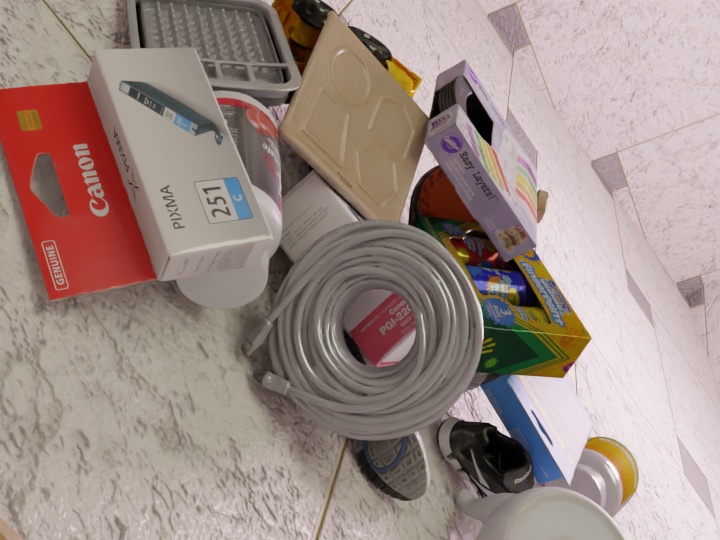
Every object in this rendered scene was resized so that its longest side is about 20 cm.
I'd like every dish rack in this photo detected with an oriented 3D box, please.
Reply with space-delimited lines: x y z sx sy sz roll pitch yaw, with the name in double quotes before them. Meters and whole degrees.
"dish rack" -0.160 -0.232 0.964 0.169 0.044 0.201 1 43 -19

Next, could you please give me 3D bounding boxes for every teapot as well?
"teapot" 0.198 0.347 0.999 0.195 0.146 0.202 23 51 -8

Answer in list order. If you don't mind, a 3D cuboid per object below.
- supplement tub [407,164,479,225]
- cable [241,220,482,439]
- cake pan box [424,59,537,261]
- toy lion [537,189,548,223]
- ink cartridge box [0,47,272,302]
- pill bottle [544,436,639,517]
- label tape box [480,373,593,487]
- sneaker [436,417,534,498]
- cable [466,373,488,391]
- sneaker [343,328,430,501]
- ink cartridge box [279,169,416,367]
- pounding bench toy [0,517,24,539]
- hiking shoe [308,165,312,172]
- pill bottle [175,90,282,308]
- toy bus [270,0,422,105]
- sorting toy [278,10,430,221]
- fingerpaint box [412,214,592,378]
"supplement tub" 0.127 -0.079 1.280 0.124 0.121 0.200 63 -2 8
"cable" 0.014 0.057 0.859 0.199 0.201 0.069 32 -2 10
"cake pan box" 0.151 -0.142 1.129 0.201 0.052 0.185 52 27 -23
"toy lion" 0.208 -0.028 1.330 0.068 0.194 0.200 16 4 2
"ink cartridge box" -0.185 -0.085 0.732 0.174 0.045 0.202 -11 66 -33
"pill bottle" 0.334 0.311 1.334 0.199 0.110 0.112 3 59 -62
"label tape box" 0.216 0.180 1.142 0.145 0.063 0.200 59 25 2
"sneaker" 0.179 0.255 1.102 0.201 0.090 0.067 51 55 -13
"cable" 0.105 0.067 1.217 0.199 0.069 0.202 13 50 -59
"sneaker" 0.020 0.143 0.961 0.202 0.074 0.087 63 19 6
"ink cartridge box" 0.000 0.000 0.990 0.200 0.085 0.146 49 9 13
"pounding bench toy" -0.235 0.183 0.361 0.125 0.199 0.156 52 -7 -19
"hiking shoe" -0.024 -0.094 1.159 0.100 0.076 0.201 2 52 -53
"pill bottle" -0.128 -0.066 0.855 0.111 0.110 0.202 40 31 -37
"toy bus" -0.018 -0.258 1.189 0.200 0.137 0.191 41 25 20
"sorting toy" -0.004 -0.156 1.003 0.185 0.036 0.202 42 48 -33
"fingerpaint box" 0.158 0.029 1.107 0.165 0.074 0.201 8 38 -28
